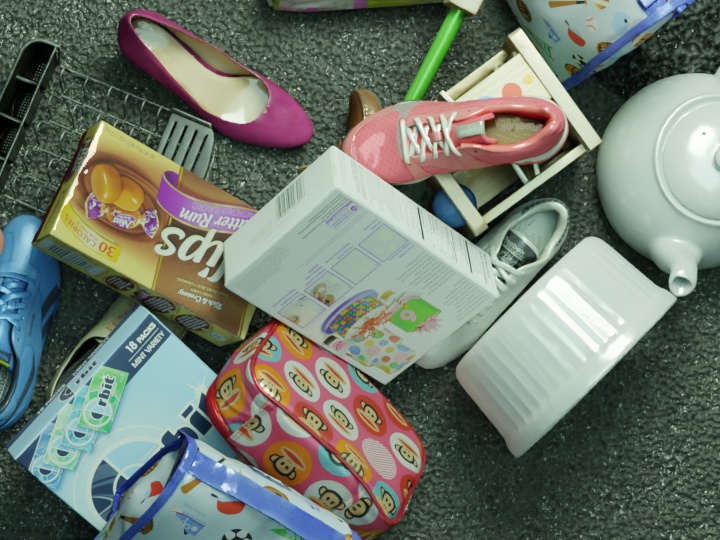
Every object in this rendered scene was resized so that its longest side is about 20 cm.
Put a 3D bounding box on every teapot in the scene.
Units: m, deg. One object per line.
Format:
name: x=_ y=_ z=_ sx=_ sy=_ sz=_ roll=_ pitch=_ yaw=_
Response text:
teapot: x=0.319 y=-0.100 z=1.511 sx=0.197 sy=0.146 sz=0.201 roll=-25 pitch=87 yaw=-8

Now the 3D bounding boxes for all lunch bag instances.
lunch bag: x=-0.112 y=0.220 z=1.335 sx=0.170 sy=0.200 sz=0.124 roll=31 pitch=52 yaw=-12
lunch bag: x=-0.032 y=0.132 z=1.447 sx=0.082 sy=0.176 sz=0.200 roll=-39 pitch=99 yaw=27
lunch bag: x=0.207 y=-0.275 z=1.480 sx=0.124 sy=0.200 sz=0.170 roll=-34 pitch=88 yaw=-8

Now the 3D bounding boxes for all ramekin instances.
ramekin: x=0.177 y=0.063 z=1.458 sx=0.200 sy=0.200 sz=0.098 roll=-44 pitch=83 yaw=-8

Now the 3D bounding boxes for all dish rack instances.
dish rack: x=-0.239 y=-0.105 z=1.494 sx=0.199 sy=0.055 sz=0.154 roll=22 pitch=83 yaw=0

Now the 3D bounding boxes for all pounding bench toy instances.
pounding bench toy: x=0.092 y=-0.145 z=1.494 sx=0.156 sy=0.124 sz=0.200 roll=-36 pitch=89 yaw=-1

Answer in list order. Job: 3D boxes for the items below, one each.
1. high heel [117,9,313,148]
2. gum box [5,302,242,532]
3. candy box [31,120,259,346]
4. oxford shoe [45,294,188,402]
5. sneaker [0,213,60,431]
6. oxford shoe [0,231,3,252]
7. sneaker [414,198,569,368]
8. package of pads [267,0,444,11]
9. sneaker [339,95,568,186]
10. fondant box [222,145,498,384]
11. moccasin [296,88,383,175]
high heel: x=-0.132 y=-0.171 z=1.493 sx=0.199 sy=0.096 sz=0.068 roll=24 pitch=83 yaw=-3
gum box: x=-0.180 y=0.158 z=1.446 sx=0.170 sy=0.045 sz=0.200 roll=-47 pitch=114 yaw=-8
candy box: x=-0.174 y=-0.029 z=1.445 sx=0.200 sy=0.056 sz=0.117 roll=30 pitch=68 yaw=-21
oxford shoe: x=-0.205 y=0.060 z=1.474 sx=0.070 sy=0.075 sz=0.200 roll=38 pitch=81 yaw=1
sneaker: x=-0.311 y=0.046 z=1.464 sx=0.066 sy=0.078 sz=0.201 roll=10 pitch=82 yaw=-3
oxford shoe: x=-0.409 y=0.017 z=1.438 sx=0.200 sy=0.075 sz=0.070 roll=-48 pitch=49 yaw=-6
sneaker: x=0.115 y=0.008 z=1.512 sx=0.076 sy=0.080 sz=0.200 roll=42 pitch=83 yaw=-3
package of pads: x=0.004 y=-0.324 z=1.537 sx=0.199 sy=0.068 sz=0.155 roll=-5 pitch=85 yaw=-6
sneaker: x=0.079 y=-0.119 z=1.388 sx=0.199 sy=0.087 sz=0.074 roll=-9 pitch=88 yaw=1
fondant box: x=0.000 y=0.000 z=1.428 sx=0.200 sy=0.058 sz=0.144 roll=34 pitch=120 yaw=-31
moccasin: x=-0.020 y=-0.069 z=1.513 sx=0.077 sy=0.074 sz=0.202 roll=12 pitch=93 yaw=-13
